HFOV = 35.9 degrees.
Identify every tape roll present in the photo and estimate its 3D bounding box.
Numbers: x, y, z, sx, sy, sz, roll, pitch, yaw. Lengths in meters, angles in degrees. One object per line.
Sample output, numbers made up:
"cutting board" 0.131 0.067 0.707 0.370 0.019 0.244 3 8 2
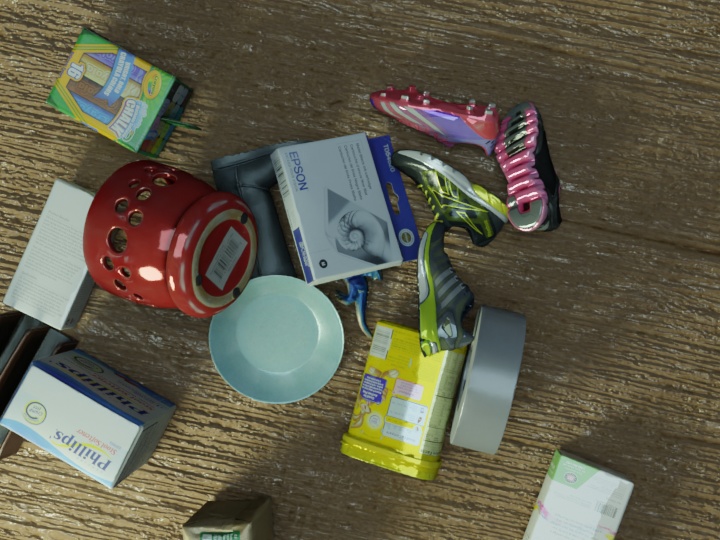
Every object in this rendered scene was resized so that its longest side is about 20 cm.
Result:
"tape roll" 0.178 0.153 1.559 0.066 0.200 0.202 12 91 4

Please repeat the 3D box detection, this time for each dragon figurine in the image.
"dragon figurine" 0.000 0.000 1.639 0.099 0.059 0.201 -31 88 4

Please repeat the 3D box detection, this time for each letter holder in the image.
"letter holder" -0.525 0.170 1.631 0.100 0.142 0.201 30 92 3

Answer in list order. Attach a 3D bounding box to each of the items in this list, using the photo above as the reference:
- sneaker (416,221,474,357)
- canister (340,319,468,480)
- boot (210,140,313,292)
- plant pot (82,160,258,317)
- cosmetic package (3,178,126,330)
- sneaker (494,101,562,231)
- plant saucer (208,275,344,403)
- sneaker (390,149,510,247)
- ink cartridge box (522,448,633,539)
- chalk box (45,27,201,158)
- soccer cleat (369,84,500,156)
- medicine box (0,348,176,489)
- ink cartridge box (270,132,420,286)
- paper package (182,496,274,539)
"sneaker" 0.121 0.026 1.574 0.080 0.074 0.202 -1 70 2
"canister" 0.067 0.186 1.618 0.147 0.087 0.202 15 90 14
"boot" -0.127 -0.079 1.641 0.163 0.066 0.202 -13 87 12
"plant pot" -0.258 -0.041 1.555 0.181 0.200 0.202 16 92 32
"cosmetic package" -0.440 -0.024 1.659 0.101 0.071 0.201 25 92 3
"sneaker" 0.255 -0.146 1.622 0.079 0.095 0.202 -18 68 42
"plant saucer" -0.123 0.097 1.642 0.199 0.039 0.203 -1 108 -2
"sneaker" 0.124 -0.106 1.621 0.199 0.074 0.085 31 91 3
"ink cartridge box" 0.307 0.378 1.620 0.116 0.067 0.201 21 91 2
"chalk box" -0.330 -0.244 1.624 0.199 0.125 0.125 30 92 4
"soccer cleat" 0.107 -0.220 1.627 0.198 0.067 0.077 12 118 11
"medicine box" -0.384 0.207 1.594 0.181 0.200 0.103 29 92 2
"ink cartridge box" -0.010 -0.095 1.593 0.199 0.041 0.201 -14 82 -26
"paper package" -0.181 0.441 1.589 0.102 0.191 0.202 -4 89 3
